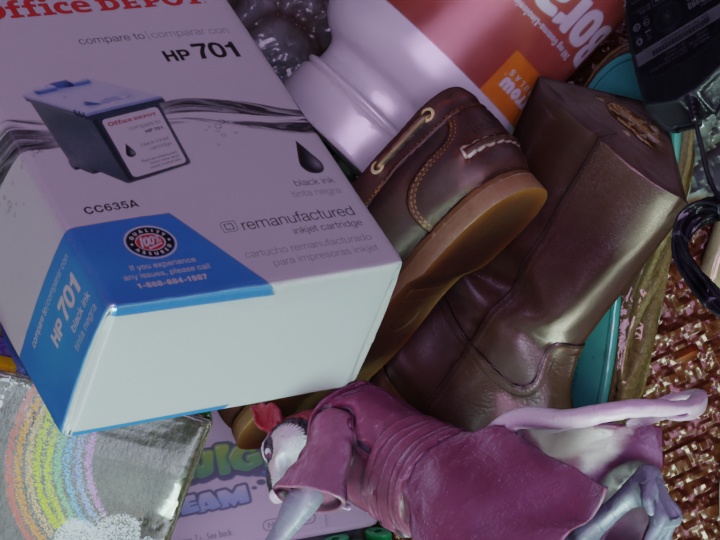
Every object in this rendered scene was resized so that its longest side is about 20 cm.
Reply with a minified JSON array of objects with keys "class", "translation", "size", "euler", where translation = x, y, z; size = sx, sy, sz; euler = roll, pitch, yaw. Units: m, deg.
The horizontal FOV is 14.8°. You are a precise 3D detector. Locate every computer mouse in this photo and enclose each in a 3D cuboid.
[{"class":"computer mouse","translation":[0.157,-0.060,1.228],"size":[0.059,0.034,0.200],"euler":[-28,55,34]}]

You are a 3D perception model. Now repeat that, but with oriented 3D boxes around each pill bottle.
[{"class":"pill bottle","translation":[0.058,-0.128,1.321],"size":[0.112,0.112,0.200],"euler":[43,91,-2]}]

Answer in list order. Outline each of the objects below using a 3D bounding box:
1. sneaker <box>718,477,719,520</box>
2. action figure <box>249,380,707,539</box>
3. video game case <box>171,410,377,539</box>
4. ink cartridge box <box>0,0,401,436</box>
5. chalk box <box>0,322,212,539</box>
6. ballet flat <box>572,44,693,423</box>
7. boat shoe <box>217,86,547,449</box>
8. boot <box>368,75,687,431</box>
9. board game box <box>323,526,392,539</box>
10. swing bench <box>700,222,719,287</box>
[{"class":"sneaker","translation":[0.211,0.173,1.345],"size":[0.070,0.090,0.200],"euler":[-5,92,-1]},{"class":"action figure","translation":[0.028,0.088,1.208],"size":[0.200,0.134,0.149],"euler":[25,103,33]},{"class":"video game case","translation":[-0.099,0.056,1.330],"size":[0.200,0.024,0.182],"euler":[-9,112,-7]},{"class":"ink cartridge box","translation":[-0.097,-0.035,1.215],"size":[0.146,0.086,0.200],"euler":[-9,51,-32]},{"class":"chalk box","translation":[-0.181,0.069,1.241],"size":[0.200,0.124,0.124],"euler":[15,110,-12]},{"class":"ballet flat","translation":[0.128,-0.013,1.337],"size":[0.068,0.072,0.200],"euler":[14,103,28]},{"class":"boat shoe","translation":[0.000,0.000,1.280],"size":[0.200,0.070,0.070],"euler":[-44,69,21]},{"class":"boot","translation":[0.109,0.030,1.271],"size":[0.186,0.064,0.200],"euler":[40,111,21]},{"class":"board game box","translation":[-0.074,0.179,1.284],"size":[0.200,0.200,0.026],"euler":[-8,109,-1]},{"class":"swing bench","translation":[0.234,-0.086,1.283],"size":[0.130,0.199,0.200],"euler":[0,93,-2]}]
